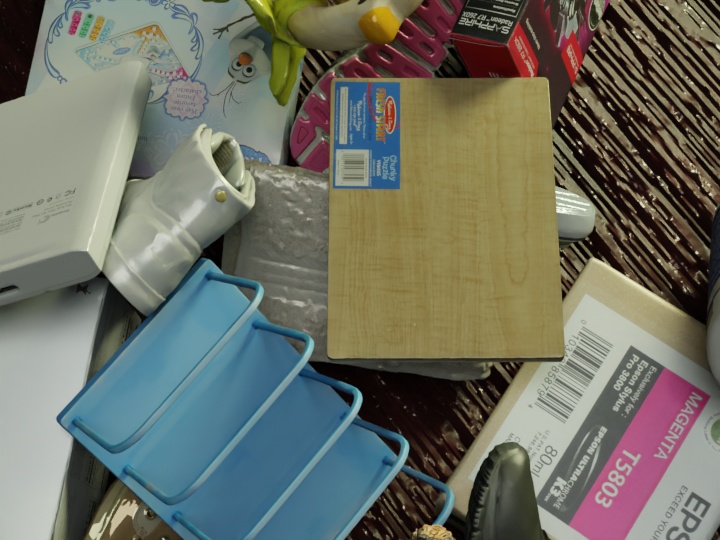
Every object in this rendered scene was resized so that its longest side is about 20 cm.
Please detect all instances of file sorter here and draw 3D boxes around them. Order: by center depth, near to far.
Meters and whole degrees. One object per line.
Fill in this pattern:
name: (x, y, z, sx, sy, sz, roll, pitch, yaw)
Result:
file sorter: (-0.059, 0.115, 0.825, 0.139, 0.122, 0.200, -48, 111, -15)

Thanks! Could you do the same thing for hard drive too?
hard drive: (-0.212, -0.055, 0.868, 0.130, 0.026, 0.201, -15, 39, 15)

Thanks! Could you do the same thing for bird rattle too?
bird rattle: (-0.005, -0.207, 0.921, 0.162, 0.113, 0.201, 12, 55, 42)

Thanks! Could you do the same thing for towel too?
towel: (0.000, 0.000, 0.916, 0.197, 0.035, 0.134, 8, 111, 5)

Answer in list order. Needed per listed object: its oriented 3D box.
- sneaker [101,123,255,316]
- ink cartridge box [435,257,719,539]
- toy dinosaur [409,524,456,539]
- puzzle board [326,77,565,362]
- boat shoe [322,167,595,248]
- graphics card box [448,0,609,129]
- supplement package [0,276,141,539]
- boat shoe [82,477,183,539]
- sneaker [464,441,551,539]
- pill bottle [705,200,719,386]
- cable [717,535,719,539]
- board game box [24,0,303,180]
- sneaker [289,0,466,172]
sneaker: (-0.122, -0.045, 0.891, 0.116, 0.200, 0.074, -44, 111, 0)
ink cartridge box: (0.168, 0.121, 0.889, 0.164, 0.075, 0.201, 31, 77, 12)
toy dinosaur: (0.029, 0.255, 0.782, 0.101, 0.136, 0.202, -7, 103, 27)
puzzle board: (0.053, -0.036, 0.869, 0.149, 0.017, 0.202, 0, 67, 0)
boat shoe: (0.066, -0.035, 0.951, 0.197, 0.072, 0.063, 7, 111, 3)
graphics card box: (0.139, -0.213, 0.959, 0.050, 0.126, 0.202, 16, 72, 29)
supplement package: (-0.250, 0.103, 0.891, 0.154, 0.111, 0.202, 8, 74, 4)
boat shoe: (-0.131, 0.158, 0.891, 0.064, 0.071, 0.202, 24, 75, 9)
sneaker: (0.108, 0.202, 0.810, 0.090, 0.076, 0.203, -4, 100, 6)
pill bottle: (0.283, -0.004, 0.862, 0.110, 0.112, 0.201, 15, 37, 6)
cable: (0.316, 0.230, 0.854, 0.200, 0.069, 0.200, -40, 76, -9)
board game box: (-0.143, -0.156, 0.997, 0.197, 0.043, 0.201, 7, 73, 4)
sneaker: (0.020, -0.156, 0.980, 0.073, 0.088, 0.201, 34, 101, -13)
